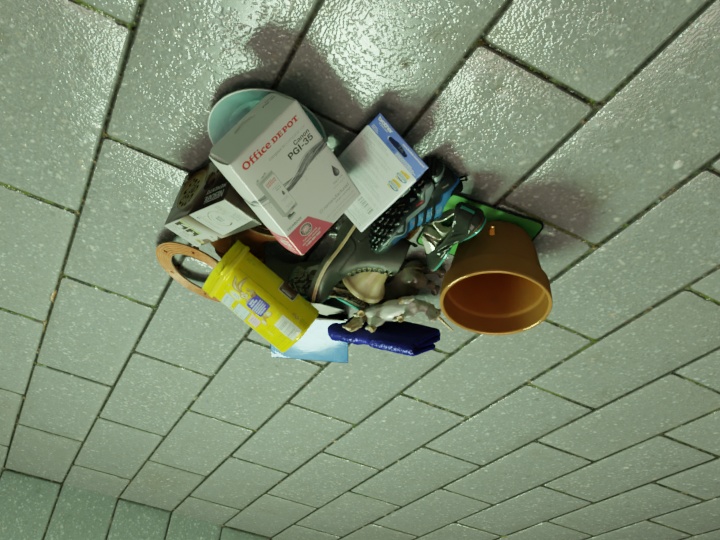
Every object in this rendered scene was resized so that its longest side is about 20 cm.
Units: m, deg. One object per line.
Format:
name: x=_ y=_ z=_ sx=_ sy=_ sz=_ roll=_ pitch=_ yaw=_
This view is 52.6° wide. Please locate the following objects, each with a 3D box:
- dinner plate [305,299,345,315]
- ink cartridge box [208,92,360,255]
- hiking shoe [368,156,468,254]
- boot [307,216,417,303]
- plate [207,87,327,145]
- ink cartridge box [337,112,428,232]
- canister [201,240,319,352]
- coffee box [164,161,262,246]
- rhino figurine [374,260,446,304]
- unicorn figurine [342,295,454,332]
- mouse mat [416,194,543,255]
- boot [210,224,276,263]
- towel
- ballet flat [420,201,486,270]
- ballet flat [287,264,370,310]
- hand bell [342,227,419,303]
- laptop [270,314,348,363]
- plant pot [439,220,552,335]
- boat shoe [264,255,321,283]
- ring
dinner plate: x=-0.128 y=0.066 z=1.500 sx=0.198 sy=0.025 sz=0.200 roll=14 pitch=175 yaw=1
ink cartridge box: x=-0.114 y=-0.148 z=1.127 sx=0.083 sy=0.147 sz=0.200 roll=30 pitch=163 yaw=51
hiking shoe: x=0.096 y=-0.095 z=1.248 sx=0.086 sy=0.075 sz=0.200 roll=25 pitch=119 yaw=-33
boot: x=0.000 y=0.000 z=1.331 sx=0.137 sy=0.077 sz=0.201 roll=30 pitch=108 yaw=2
plate: x=-0.152 y=-0.226 z=1.198 sx=0.197 sy=0.026 sz=0.201 roll=5 pitch=144 yaw=3
ink cartridge box: x=0.022 y=-0.162 z=1.198 sx=0.120 sy=0.042 sz=0.200 roll=48 pitch=138 yaw=-2
canister: x=-0.186 y=0.054 z=1.361 sx=0.200 sy=0.087 sz=0.148 roll=41 pitch=150 yaw=-5
coffee box: x=-0.237 y=-0.123 z=1.243 sx=0.080 sy=0.114 sz=0.199 roll=35 pitch=149 yaw=-33
rhino figurine: x=0.082 y=0.043 z=1.485 sx=0.087 sy=0.060 sz=0.200 roll=21 pitch=141 yaw=-26
unicorn figurine: x=0.074 y=0.082 z=1.413 sx=0.197 sy=0.075 sz=0.137 roll=2 pitch=-178 yaw=17
mouse mat: x=0.219 y=-0.068 z=1.356 sx=0.198 sy=0.008 sz=0.161 roll=17 pitch=142 yaw=-11
boot: x=-0.201 y=-0.053 z=1.394 sx=0.197 sy=0.077 sz=0.156 roll=3 pitch=142 yaw=10
towel: x=0.049 y=0.135 z=1.478 sx=0.198 sy=0.050 sz=0.147 roll=9 pitch=-168 yaw=29
ballet flat: x=0.153 y=-0.068 z=1.309 sx=0.068 sy=0.068 sz=0.200 roll=33 pitch=146 yaw=-6
ballet flat: x=-0.050 y=0.030 z=1.434 sx=0.198 sy=0.076 sz=0.068 roll=16 pitch=-175 yaw=-32
hand bell: x=0.058 y=-0.038 z=1.378 sx=0.103 sy=0.105 sz=0.200 roll=25 pitch=129 yaw=-23
laptop: x=-0.124 y=0.151 z=1.615 sx=0.185 sy=0.118 sz=0.200 roll=3 pitch=179 yaw=5
plant pot: x=0.246 y=0.007 z=1.328 sx=0.197 sy=0.141 sz=0.201 roll=5 pitch=143 yaw=4
boat shoe: x=-0.158 y=0.016 z=1.482 sx=0.199 sy=0.074 sz=0.064 roll=5 pitch=136 yaw=-4
ring: x=-0.330 y=0.002 z=1.503 sx=0.198 sy=0.019 sz=0.201 roll=19 pitch=149 yaw=12
